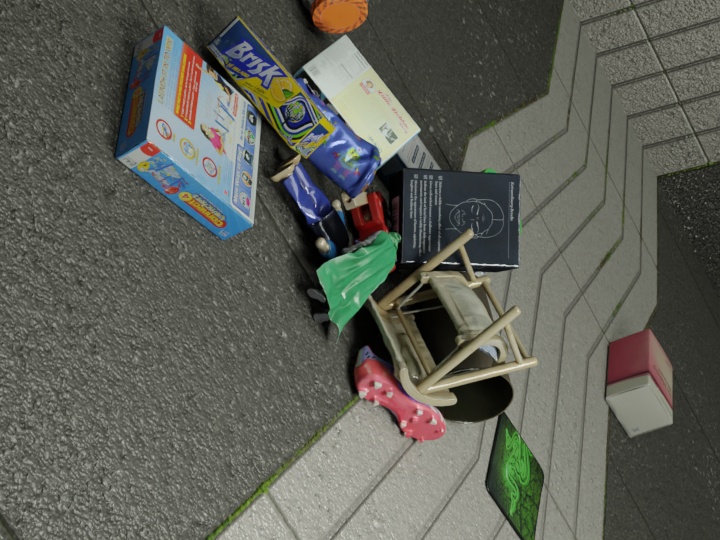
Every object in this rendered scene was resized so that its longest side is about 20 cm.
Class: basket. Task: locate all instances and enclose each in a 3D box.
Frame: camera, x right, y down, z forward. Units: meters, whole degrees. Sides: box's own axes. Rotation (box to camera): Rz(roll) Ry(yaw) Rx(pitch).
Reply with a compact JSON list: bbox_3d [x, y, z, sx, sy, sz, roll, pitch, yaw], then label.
[{"bbox_3d":[0.160,0.115,1.780,0.181,0.134,0.202,58,19,-54],"label":"basket"}]

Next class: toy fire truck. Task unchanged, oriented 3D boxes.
[{"bbox_3d":[-0.001,-0.104,1.718,0.141,0.048,0.202,50,26,-46],"label":"toy fire truck"}]

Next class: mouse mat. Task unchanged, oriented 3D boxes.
[{"bbox_3d":[0.269,0.359,1.917,0.162,0.007,0.201,55,29,-21],"label":"mouse mat"}]

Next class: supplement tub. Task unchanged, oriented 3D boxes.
[{"bbox_3d":[-0.048,-0.513,1.889,0.122,0.121,0.203,26,48,-50],"label":"supplement tub"}]

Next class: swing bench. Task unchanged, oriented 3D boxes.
[{"bbox_3d":[0.124,0.078,1.635,0.200,0.198,0.131,-115,179,-47],"label":"swing bench"}]

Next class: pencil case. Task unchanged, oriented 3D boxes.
[{"bbox_3d":[-0.055,-0.199,1.631,0.200,0.087,0.078,42,0,-7],"label":"pencil case"}]

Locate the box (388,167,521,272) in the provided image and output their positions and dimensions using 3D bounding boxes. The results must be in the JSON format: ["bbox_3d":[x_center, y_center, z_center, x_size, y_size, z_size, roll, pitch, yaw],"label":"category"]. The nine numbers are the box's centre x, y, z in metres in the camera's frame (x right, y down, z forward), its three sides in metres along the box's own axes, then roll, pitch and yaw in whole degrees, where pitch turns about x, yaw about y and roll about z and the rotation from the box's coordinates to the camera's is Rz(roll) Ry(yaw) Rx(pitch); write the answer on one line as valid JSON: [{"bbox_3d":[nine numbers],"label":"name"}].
[{"bbox_3d":[0.148,-0.078,1.777,0.107,0.197,0.151,162,-69,-78],"label":"box"}]

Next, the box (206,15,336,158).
[{"bbox_3d":[-0.124,-0.255,1.544,0.201,0.064,0.070,50,6,14],"label":"box"}]

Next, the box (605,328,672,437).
[{"bbox_3d":[0.631,0.252,2.511,0.128,0.108,0.201,54,31,-23],"label":"box"}]

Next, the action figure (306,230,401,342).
[{"bbox_3d":[0.000,0.000,1.602,0.200,0.054,0.120,-41,132,-41],"label":"action figure"}]

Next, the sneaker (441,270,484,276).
[{"bbox_3d":[0.198,-0.014,1.914,0.200,0.113,0.082,60,22,-56],"label":"sneaker"}]

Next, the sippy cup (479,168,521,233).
[{"bbox_3d":[0.203,-0.096,2.005,0.177,0.129,0.142,28,45,-49],"label":"sippy cup"}]

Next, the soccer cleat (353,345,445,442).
[{"bbox_3d":[0.061,0.184,1.631,0.199,0.066,0.077,39,34,-37],"label":"soccer cleat"}]

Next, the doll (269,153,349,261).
[{"bbox_3d":[-0.055,-0.074,1.630,0.201,0.048,0.137,58,23,-16],"label":"doll"}]

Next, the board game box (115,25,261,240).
[{"bbox_3d":[-0.213,-0.175,1.425,0.195,0.055,0.202,40,38,-40],"label":"board game box"}]

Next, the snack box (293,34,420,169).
[{"bbox_3d":[-0.003,-0.269,1.791,0.201,0.037,0.116,51,55,-4],"label":"snack box"}]

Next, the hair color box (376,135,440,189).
[{"bbox_3d":[0.064,-0.199,1.913,0.201,0.060,0.101,52,35,-25],"label":"hair color box"}]
